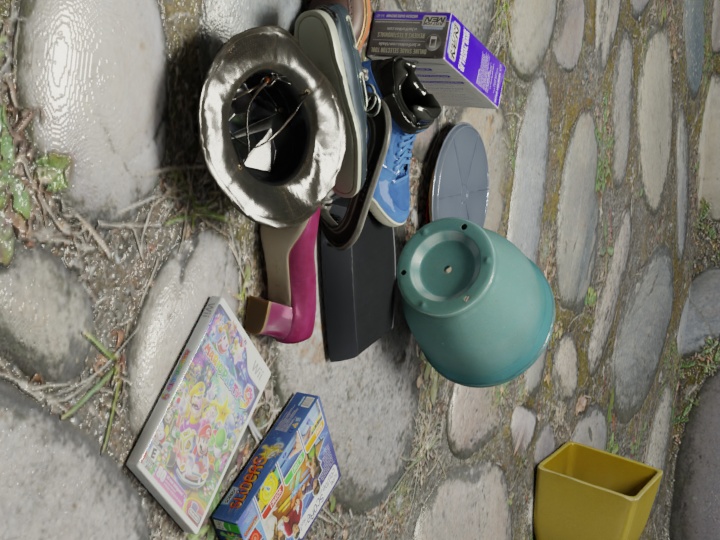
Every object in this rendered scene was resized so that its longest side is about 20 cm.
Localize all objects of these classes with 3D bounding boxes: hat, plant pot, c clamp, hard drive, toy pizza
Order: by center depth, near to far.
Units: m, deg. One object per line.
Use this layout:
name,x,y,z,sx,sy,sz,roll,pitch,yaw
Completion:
hat,-0.108,-0.139,1.269,0.199,0.080,0.204,-1,91,-47
c clamp,-0.015,-0.131,1.426,0.027,0.170,0.203,8,104,-32
hard drive,0.000,0.000,1.558,0.135,0.042,0.203,-32,124,-57
plant pot,0.138,0.027,1.658,0.188,0.197,0.203,47,56,-58
toy pizza,0.135,-0.110,1.808,0.200,0.031,0.204,-22,114,-61
plant pot,0.432,0.462,2.362,0.193,0.193,0.203,-16,117,-61

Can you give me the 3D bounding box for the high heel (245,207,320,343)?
high heel,-0.063,-0.018,1.395,0.095,0.067,0.203,11,92,-53

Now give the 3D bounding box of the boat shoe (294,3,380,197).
boat shoe,-0.021,-0.181,1.348,0.062,0.074,0.203,-27,107,-46

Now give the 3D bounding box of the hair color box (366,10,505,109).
hair color box,0.101,-0.268,1.619,0.199,0.108,0.066,21,78,-63

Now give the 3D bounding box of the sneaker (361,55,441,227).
sneaker,0.047,-0.153,1.493,0.077,0.110,0.203,-35,112,-56

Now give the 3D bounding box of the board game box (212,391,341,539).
board game box,-0.091,0.258,1.450,0.201,0.034,0.137,-55,142,-43

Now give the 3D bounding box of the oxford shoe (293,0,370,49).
oxford shoe,-0.039,-0.259,1.394,0.072,0.070,0.204,10,87,-58

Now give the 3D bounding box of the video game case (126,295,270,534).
video game case,-0.162,0.150,1.307,0.202,0.018,0.144,-66,148,-30
